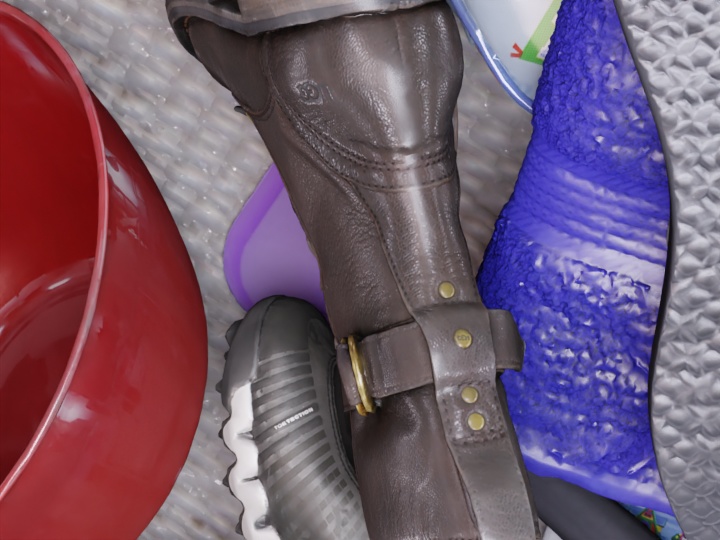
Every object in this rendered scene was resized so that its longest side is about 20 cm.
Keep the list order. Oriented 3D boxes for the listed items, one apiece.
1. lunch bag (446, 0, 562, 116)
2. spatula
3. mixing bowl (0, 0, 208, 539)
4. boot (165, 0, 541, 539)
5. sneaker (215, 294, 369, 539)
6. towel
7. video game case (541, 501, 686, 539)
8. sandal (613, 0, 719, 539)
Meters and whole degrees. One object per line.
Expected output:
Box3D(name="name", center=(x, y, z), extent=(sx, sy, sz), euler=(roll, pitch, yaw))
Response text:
Box3D(name="lunch bag", center=(0.077, -0.147, 0.803), extent=(0.160, 0.076, 0.200), euler=(-30, 90, 17))
Box3D(name="spatula", center=(0.035, 0.044, 0.866), extent=(0.200, 0.021, 0.057), euler=(44, 111, 21))
Box3D(name="mixing bowl", center=(-0.119, 0.028, 0.853), extent=(0.200, 0.108, 0.201), euler=(-17, 60, 32))
Box3D(name="boot", center=(0.000, 0.000, 0.784), extent=(0.069, 0.200, 0.175), euler=(-12, 91, -8))
Box3D(name="sneaker", center=(0.023, 0.097, 0.853), extent=(0.090, 0.066, 0.201), euler=(-18, 92, 24))
Box3D(name="towel", center=(0.114, -0.018, 0.770), extent=(0.147, 0.050, 0.201), euler=(15, 118, -3))
Box3D(name="video game case", center=(0.153, 0.102, 0.854), extent=(0.199, 0.022, 0.183), euler=(21, 106, 12))
Box3D(name="sandal", center=(0.107, -0.014, 0.733), extent=(0.076, 0.043, 0.201), euler=(-5, 104, 7))
